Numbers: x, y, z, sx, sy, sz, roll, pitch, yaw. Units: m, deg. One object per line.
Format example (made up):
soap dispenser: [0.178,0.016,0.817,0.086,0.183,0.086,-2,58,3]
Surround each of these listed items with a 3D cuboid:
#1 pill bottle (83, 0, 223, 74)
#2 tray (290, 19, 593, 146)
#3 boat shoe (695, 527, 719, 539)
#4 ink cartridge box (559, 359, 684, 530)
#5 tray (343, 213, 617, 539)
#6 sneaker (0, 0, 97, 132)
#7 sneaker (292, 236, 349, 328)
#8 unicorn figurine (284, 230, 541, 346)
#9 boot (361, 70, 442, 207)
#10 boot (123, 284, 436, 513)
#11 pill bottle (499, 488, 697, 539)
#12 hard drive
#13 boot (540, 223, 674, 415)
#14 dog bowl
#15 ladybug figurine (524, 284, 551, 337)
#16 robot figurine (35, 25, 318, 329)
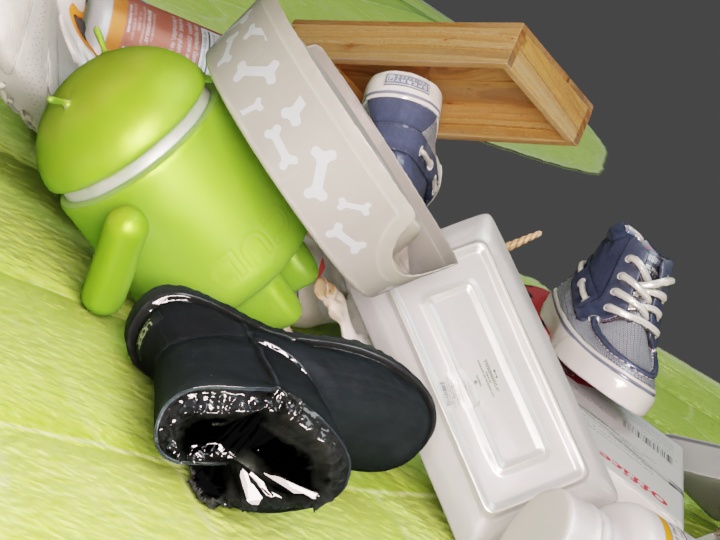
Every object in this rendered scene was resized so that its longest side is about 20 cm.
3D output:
pill bottle: [-0.113,-0.108,1.541,0.200,0.112,0.112,21,18,-20]
tray: [0.049,-0.129,1.536,0.200,0.037,0.099,5,-27,40]
boat shoe: [0.280,0.210,1.650,0.075,0.068,0.200,43,14,23]
ink cartridge box: [0.136,0.132,1.503,0.145,0.083,0.200,37,13,1]
tray: [0.074,0.067,1.386,0.022,0.107,0.200,119,-51,-70]
sneaker: [-0.208,-0.122,1.405,0.076,0.092,0.200,3,-70,62]
sneaker: [0.000,0.000,1.550,0.093,0.070,0.200,2,4,12]
unicorn figurine: [0.013,0.019,1.465,0.074,0.200,0.137,-4,-38,49]
boot: [0.016,-0.055,1.563,0.073,0.090,0.200,11,-21,6]
boot: [-0.032,0.087,1.228,0.200,0.076,0.168,25,14,-22]
pill bottle: [0.172,0.205,1.296,0.200,0.109,0.109,33,14,-19]
hard drive: [0.309,0.172,1.730,0.132,0.027,0.200,12,-13,24]
boot: [0.181,0.027,1.573,0.073,0.090,0.200,33,10,-16]
dog bowl: [-0.020,-0.071,1.337,0.200,0.059,0.200,56,5,-8]
ladybug figurine: [0.134,0.061,1.764,0.136,0.072,0.200,39,13,4]
robot figurine: [-0.110,-0.047,1.335,0.200,0.116,0.175,53,33,-22]
